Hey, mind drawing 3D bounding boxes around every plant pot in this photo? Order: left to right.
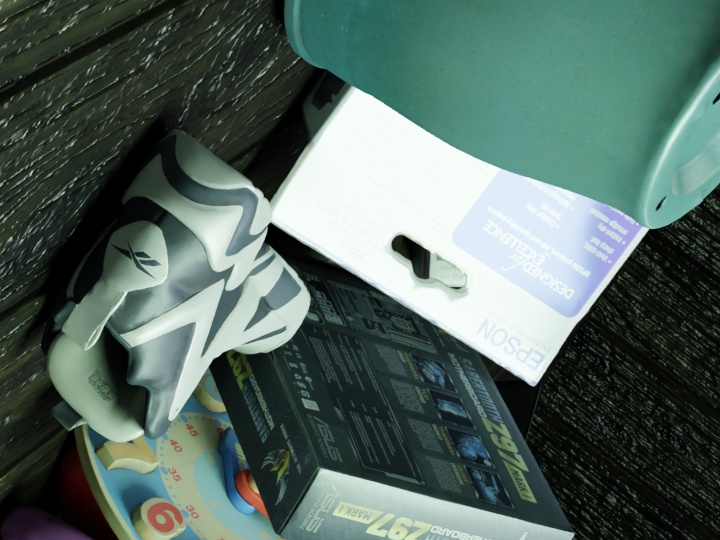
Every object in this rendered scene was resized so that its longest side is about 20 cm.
[{"bbox_3d":[0.099,-0.124,1.175,0.200,0.188,0.200,-44,161,-20],"label":"plant pot"}]

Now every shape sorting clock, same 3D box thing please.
[{"bbox_3d":[-0.061,0.114,1.301,0.039,0.200,0.200,-43,175,22],"label":"shape sorting clock"}]

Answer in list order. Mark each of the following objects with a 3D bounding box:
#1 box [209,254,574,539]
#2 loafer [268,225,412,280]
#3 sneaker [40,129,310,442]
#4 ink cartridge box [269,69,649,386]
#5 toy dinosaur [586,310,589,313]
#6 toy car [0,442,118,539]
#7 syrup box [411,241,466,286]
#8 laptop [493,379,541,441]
[{"bbox_3d":[0.006,0.074,1.341,0.051,0.157,0.200,-59,-147,25],"label":"box"},{"bbox_3d":[0.000,0.000,1.505,0.073,0.072,0.200,-10,-179,13],"label":"loafer"},{"bbox_3d":[-0.094,0.027,1.198,0.130,0.079,0.199,-50,171,-12],"label":"sneaker"},{"bbox_3d":[0.072,-0.069,1.362,0.200,0.198,0.043,-54,-153,6],"label":"ink cartridge box"},{"bbox_3d":[0.142,-0.075,1.555,0.101,0.058,0.201,-7,-111,57],"label":"toy dinosaur"},{"bbox_3d":[-0.129,0.165,1.369,0.200,0.174,0.150,-49,135,-24],"label":"toy car"},{"bbox_3d":[0.071,-0.033,1.580,0.200,0.078,0.082,-131,-138,-85],"label":"syrup box"},{"bbox_3d":[0.033,0.179,1.608,0.200,0.115,0.188,87,19,-61],"label":"laptop"}]
